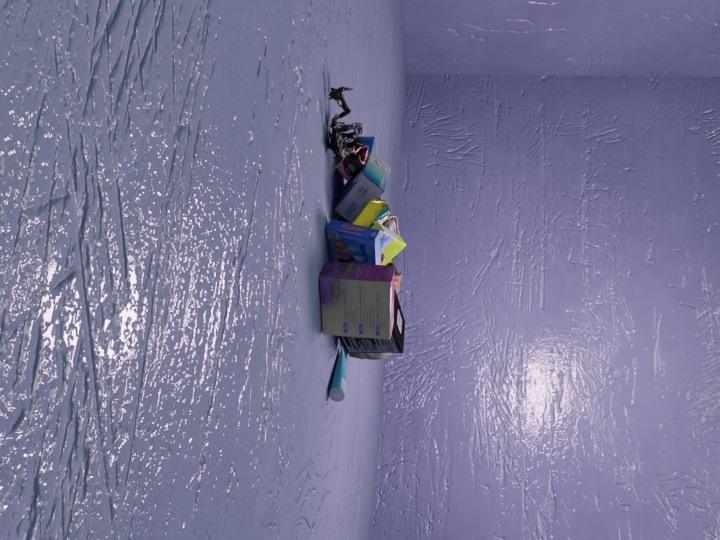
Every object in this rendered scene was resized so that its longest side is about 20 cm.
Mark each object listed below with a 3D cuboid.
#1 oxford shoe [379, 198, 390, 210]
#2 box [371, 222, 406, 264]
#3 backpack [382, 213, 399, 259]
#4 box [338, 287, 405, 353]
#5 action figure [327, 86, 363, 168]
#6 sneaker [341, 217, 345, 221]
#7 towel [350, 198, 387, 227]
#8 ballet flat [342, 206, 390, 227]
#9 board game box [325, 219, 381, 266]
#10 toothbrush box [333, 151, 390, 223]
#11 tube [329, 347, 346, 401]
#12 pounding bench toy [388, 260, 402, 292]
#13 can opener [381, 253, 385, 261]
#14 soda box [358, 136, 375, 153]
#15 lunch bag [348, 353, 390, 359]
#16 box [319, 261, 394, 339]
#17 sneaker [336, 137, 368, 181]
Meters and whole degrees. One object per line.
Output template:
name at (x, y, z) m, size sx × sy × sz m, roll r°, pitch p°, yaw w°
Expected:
oxford shoe at (0.029, -0.257, 1.957) m, size 0.075 × 0.069 × 0.204 m, roll -41°, pitch -108°, yaw 49°
box at (0.054, -0.077, 1.724) m, size 0.048 × 0.122 × 0.199 m, roll 54°, pitch 15°, yaw 26°
backpack at (0.046, -0.118, 1.861) m, size 0.177 × 0.150 × 0.202 m, roll -39°, pitch 153°, yaw -20°
box at (0.028, 0.158, 1.721) m, size 0.202 × 0.192 × 0.126 m, roll 70°, pitch 22°, yaw -50°
action figure at (-0.039, -0.377, 1.455) m, size 0.119 × 0.099 × 0.206 m, roll -100°, pitch -171°, yaw -75°
sneaker at (-0.028, -0.100, 1.732) m, size 0.086 × 0.075 × 0.206 m, roll -51°, pitch 142°, yaw -61°
towel at (-0.003, -0.126, 1.590) m, size 0.085 × 0.018 × 0.201 m, roll -9°, pitch 143°, yaw -53°
ballet flat at (0.006, -0.142, 1.691) m, size 0.076 × 0.196 × 0.065 m, roll 44°, pitch -34°, yaw 37°
board game box at (-0.016, -0.038, 1.554) m, size 0.204 × 0.148 × 0.045 m, roll 87°, pitch 25°, yaw -43°
toothbrush box at (0.008, -0.248, 1.647) m, size 0.147 × 0.085 × 0.201 m, roll -46°, pitch -167°, yaw 29°
tube at (-0.064, 0.332, 1.754) m, size 0.201 × 0.049 × 0.080 m, roll -81°, pitch 175°, yaw -64°
pounding bench toy at (0.067, 0.048, 2.086) m, size 0.203 × 0.121 × 0.159 m, roll 100°, pitch -24°, yaw -48°
can opener at (0.000, 0.000, 1.703) m, size 0.199 × 0.066 × 0.053 m, roll -38°, pitch -159°, yaw 34°
soda box at (0.011, -0.381, 1.930) m, size 0.069 × 0.062 × 0.204 m, roll 83°, pitch 13°, yaw -50°
lunch bag at (0.043, 0.235, 1.957) m, size 0.201 × 0.163 × 0.143 m, roll 96°, pitch 7°, yaw -62°
box at (-0.006, 0.082, 1.514) m, size 0.097 × 0.193 × 0.181 m, roll -71°, pitch 162°, yaw -62°
sneaker at (-0.008, -0.349, 1.646) m, size 0.079 × 0.094 × 0.203 m, roll 42°, pitch 33°, yaw -23°
